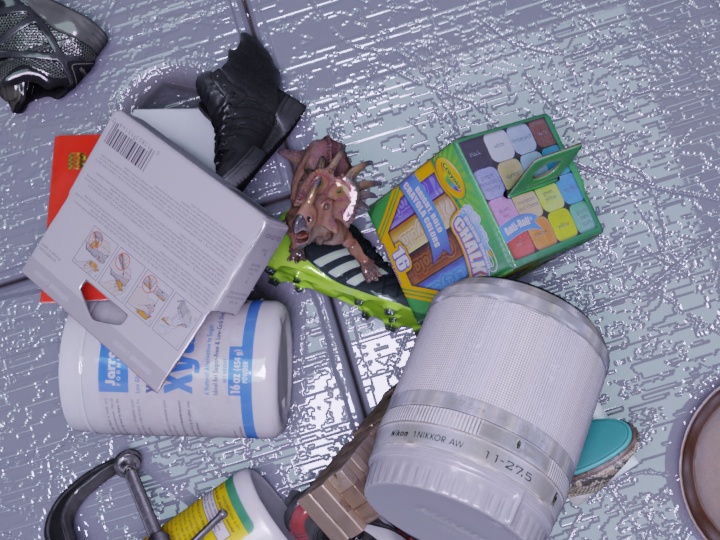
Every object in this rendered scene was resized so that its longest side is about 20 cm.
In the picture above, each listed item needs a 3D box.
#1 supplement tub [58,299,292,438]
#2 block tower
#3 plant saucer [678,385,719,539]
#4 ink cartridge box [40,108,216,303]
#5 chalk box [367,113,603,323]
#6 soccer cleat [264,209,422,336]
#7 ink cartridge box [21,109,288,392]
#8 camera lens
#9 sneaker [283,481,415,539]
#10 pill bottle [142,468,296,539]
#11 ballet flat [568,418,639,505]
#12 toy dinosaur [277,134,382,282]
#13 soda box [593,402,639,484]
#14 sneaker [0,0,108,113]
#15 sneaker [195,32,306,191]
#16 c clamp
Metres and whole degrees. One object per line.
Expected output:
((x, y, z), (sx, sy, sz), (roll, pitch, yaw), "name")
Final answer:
((-0.169, 0.091, 1.062), (0.199, 0.132, 0.132), (0, 84, 3), "supplement tub")
((0.021, 0.162, 1.013), (0.054, 0.200, 0.058), (-38, 95, 35), "block tower")
((0.399, 0.190, 1.063), (0.199, 0.034, 0.201), (0, 84, 5), "plant saucer")
((-0.215, -0.065, 1.076), (0.173, 0.044, 0.201), (-1, 59, -5), "ink cartridge box")
((0.122, -0.053, 1.008), (0.125, 0.200, 0.124), (-20, 82, -35), "chalk box")
((0.000, 0.000, 1.095), (0.199, 0.068, 0.081), (21, 70, 5), "soccer cleat")
((-0.186, -0.019, 0.996), (0.200, 0.045, 0.176), (36, 98, 26), "ink cartridge box")
((0.105, 0.118, 0.921), (0.160, 0.160, 0.200), (22, 64, 6), "camera lens")
((0.015, 0.262, 1.009), (0.071, 0.098, 0.200), (-47, 117, 2), "sneaker")
((-0.155, 0.286, 1.051), (0.200, 0.113, 0.113), (-36, 83, 0), "pill bottle")
((0.157, 0.186, 1.004), (0.199, 0.068, 0.075), (-18, 124, 16), "ballet flat")
((-0.032, -0.077, 1.028), (0.086, 0.136, 0.200), (-7, 45, -8), "toy dinosaur")
((0.179, 0.113, 1.067), (0.064, 0.068, 0.200), (-34, 83, 2), "soda box")
((-0.367, -0.235, 1.135), (0.199, 0.076, 0.114), (27, 80, 1), "sneaker")
((-0.123, -0.146, 1.076), (0.104, 0.060, 0.200), (37, 46, -4), "sneaker")
((-0.218, 0.235, 1.046), (0.171, 0.200, 0.027), (-45, 128, -4), "c clamp")
